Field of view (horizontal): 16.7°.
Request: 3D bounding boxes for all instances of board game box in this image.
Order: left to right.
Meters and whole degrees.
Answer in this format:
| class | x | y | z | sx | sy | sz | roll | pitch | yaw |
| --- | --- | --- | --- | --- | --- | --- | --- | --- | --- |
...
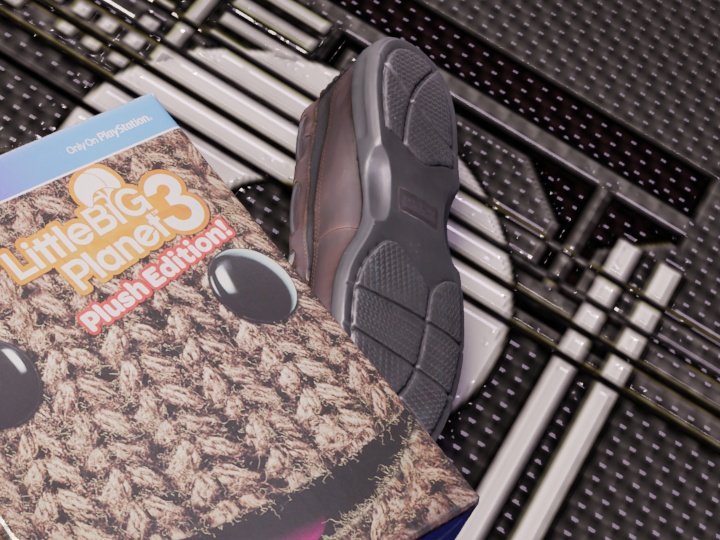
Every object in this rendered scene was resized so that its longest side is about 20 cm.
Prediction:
| class | x | y | z | sx | sy | sz | roll | pitch | yaw |
| --- | --- | --- | --- | --- | --- | --- | --- | --- | --- |
| board game box | -0.087 | 0.062 | 0.859 | 0.159 | 0.097 | 0.200 | -27 | 67 | -35 |

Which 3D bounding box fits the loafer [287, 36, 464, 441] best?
| class | x | y | z | sx | sy | sz | roll | pitch | yaw |
| --- | --- | --- | --- | --- | --- | --- | --- | --- | --- |
| loafer | 0.000 | 0.000 | 0.979 | 0.072 | 0.063 | 0.201 | 34 | 46 | -35 |
